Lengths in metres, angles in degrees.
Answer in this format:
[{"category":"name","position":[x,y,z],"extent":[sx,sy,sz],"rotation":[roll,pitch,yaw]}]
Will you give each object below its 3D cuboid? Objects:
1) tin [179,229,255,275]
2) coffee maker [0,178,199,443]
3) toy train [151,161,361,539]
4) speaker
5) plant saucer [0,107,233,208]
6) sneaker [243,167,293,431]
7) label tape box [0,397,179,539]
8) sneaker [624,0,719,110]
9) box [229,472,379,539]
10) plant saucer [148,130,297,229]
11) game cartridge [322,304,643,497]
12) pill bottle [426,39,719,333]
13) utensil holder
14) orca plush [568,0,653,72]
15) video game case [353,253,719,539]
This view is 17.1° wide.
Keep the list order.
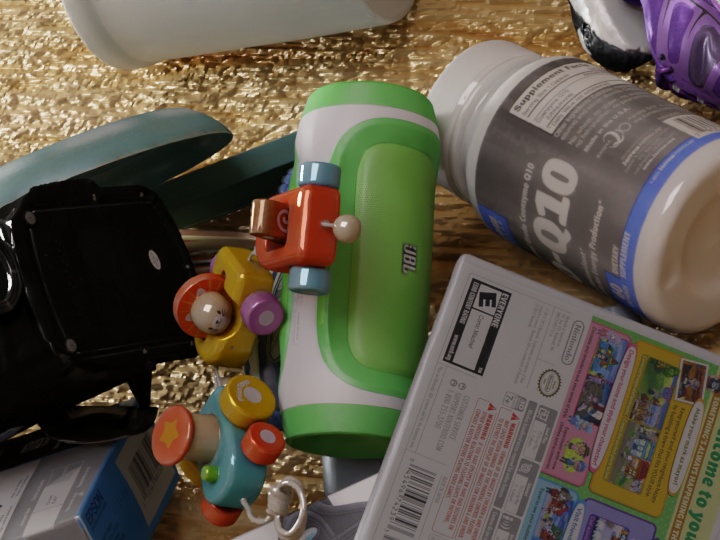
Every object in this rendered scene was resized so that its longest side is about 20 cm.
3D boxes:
[{"category":"tin","position":[-0.143,0.002,1.489],"extent":[0.199,0.042,0.112],"rotation":[3,19,32]},{"category":"coffee maker","position":[-0.221,0.031,1.365],"extent":[0.199,0.192,0.135],"rotation":[-26,56,34]},{"category":"toy train","position":[-0.063,0.041,1.288],"extent":[0.150,0.055,0.201],"rotation":[-3,79,63]},{"category":"speaker","position":[0.000,0.000,1.343],"extent":[0.088,0.088,0.201],"rotation":[-5,73,27]},{"category":"plant saucer","position":[-0.172,-0.054,1.434],"extent":[0.199,0.200,0.028],"rotation":[-23,88,14]},{"category":"sneaker","position":[-0.017,0.010,1.417],"extent":[0.085,0.077,0.201],"rotation":[-2,47,17]},{"category":"label tape box","position":[-0.219,0.159,1.406],"extent":[0.199,0.066,0.143],"rotation":[-17,21,17]},{"category":"sneaker","position":[0.214,-0.116,1.382],"extent":[0.083,0.080,0.201],"rotation":[-43,54,20]},{"category":"box","position":[0.015,0.172,1.283],"extent":[0.199,0.041,0.120],"rotation":[-27,70,20]},{"category":"plant saucer","position":[-0.046,-0.066,1.506],"extent":[0.199,0.070,0.019],"rotation":[-21,75,17]},{"category":"game cartridge","position":[0.070,0.105,1.337],"extent":[0.199,0.040,0.134],"rotation":[-19,55,18]},{"category":"pill bottle","position":[0.132,-0.054,1.358],"extent":[0.200,0.114,0.114],"rotation":[31,77,42]},{"category":"utensil holder","position":[-0.079,-0.227,1.566],"extent":[0.199,0.170,0.171],"rotation":[-5,56,26]},{"category":"orca plush","position":[0.132,-0.203,1.489],"extent":[0.071,0.105,0.201],"rotation":[-46,64,51]},{"category":"video game case","position":[0.104,0.111,1.250],"extent":[0.181,0.022,0.201],"rotation":[22,65,0]}]
